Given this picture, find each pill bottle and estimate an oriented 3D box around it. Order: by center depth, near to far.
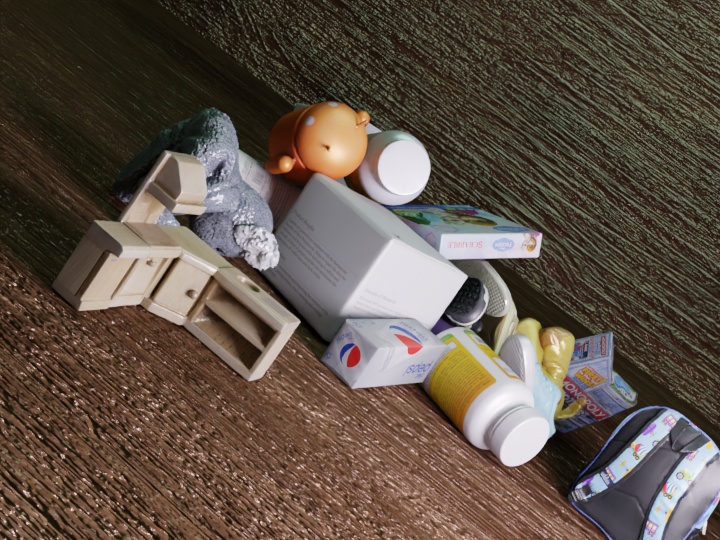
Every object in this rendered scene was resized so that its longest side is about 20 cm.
[{"bbox_3d":[0.171,0.177,1.509,0.111,0.111,0.200,26,15,-43],"label":"pill bottle"},{"bbox_3d":[0.043,-0.157,1.660,0.112,0.112,0.200,33,-2,-13],"label":"pill bottle"},{"bbox_3d":[-0.145,-0.092,1.664,0.199,0.115,0.114,32,11,-20],"label":"pill bottle"}]

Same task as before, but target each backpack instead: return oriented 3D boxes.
[{"bbox_3d":[0.419,0.298,1.525,0.182,0.201,0.134,41,12,31],"label":"backpack"}]

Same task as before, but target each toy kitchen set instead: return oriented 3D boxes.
[{"bbox_3d":[-0.159,-0.001,1.096,0.180,0.164,0.200,38,11,13],"label":"toy kitchen set"}]

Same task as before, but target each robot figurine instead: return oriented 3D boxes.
[{"bbox_3d":[-0.063,-0.190,1.612,0.143,0.118,0.200,10,-5,-28],"label":"robot figurine"}]

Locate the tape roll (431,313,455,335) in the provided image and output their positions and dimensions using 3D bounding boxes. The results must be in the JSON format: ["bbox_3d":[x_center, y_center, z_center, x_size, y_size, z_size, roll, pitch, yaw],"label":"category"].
[{"bbox_3d":[0.096,0.048,1.771,0.200,0.085,0.200,37,25,-21],"label":"tape roll"}]

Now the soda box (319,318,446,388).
[{"bbox_3d":[0.035,0.108,1.442,0.063,0.068,0.200,40,17,26],"label":"soda box"}]

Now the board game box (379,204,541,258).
[{"bbox_3d":[0.152,-0.065,1.745,0.199,0.041,0.199,-2,17,-32],"label":"board game box"}]

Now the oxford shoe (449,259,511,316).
[{"bbox_3d":[0.191,0.011,1.738,0.057,0.076,0.200,4,22,-30],"label":"oxford shoe"}]

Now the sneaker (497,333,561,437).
[{"bbox_3d":[0.250,0.168,1.575,0.082,0.201,0.074,-22,37,-22],"label":"sneaker"}]

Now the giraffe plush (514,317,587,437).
[{"bbox_3d":[0.255,0.185,1.724,0.162,0.172,0.201,-11,81,-62],"label":"giraffe plush"}]

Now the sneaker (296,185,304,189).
[{"bbox_3d":[-0.148,-0.132,1.812,0.083,0.121,0.200,36,11,4],"label":"sneaker"}]

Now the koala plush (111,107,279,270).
[{"bbox_3d":[-0.189,-0.089,1.425,0.200,0.184,0.177,43,6,-32],"label":"koala plush"}]

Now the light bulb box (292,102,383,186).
[{"bbox_3d":[-0.059,-0.183,1.988,0.124,0.199,0.199,27,-2,-42],"label":"light bulb box"}]

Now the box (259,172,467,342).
[{"bbox_3d":[0.000,0.000,1.564,0.199,0.172,0.199,23,15,-48],"label":"box"}]

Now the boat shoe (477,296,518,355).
[{"bbox_3d":[0.196,0.127,1.694,0.073,0.201,0.063,-2,-45,36],"label":"boat shoe"}]

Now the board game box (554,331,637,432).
[{"bbox_3d":[0.371,0.190,1.834,0.200,0.199,0.062,42,41,-23],"label":"board game box"}]

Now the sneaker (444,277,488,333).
[{"bbox_3d":[0.166,0.058,1.635,0.083,0.072,0.200,54,2,-12],"label":"sneaker"}]
